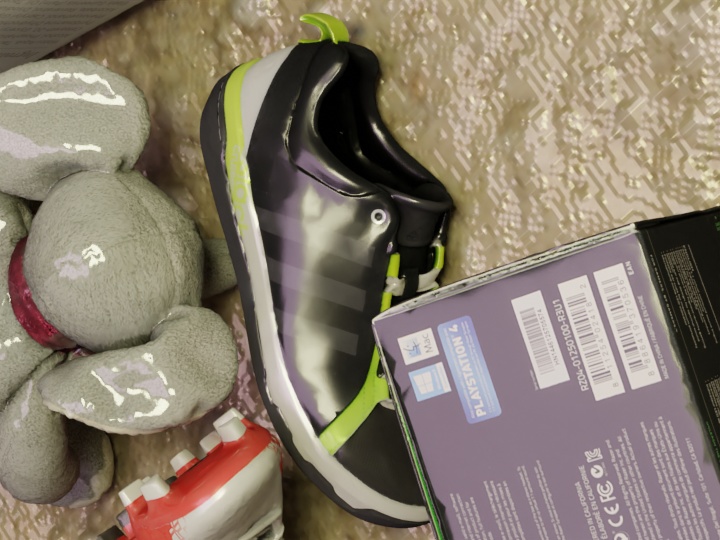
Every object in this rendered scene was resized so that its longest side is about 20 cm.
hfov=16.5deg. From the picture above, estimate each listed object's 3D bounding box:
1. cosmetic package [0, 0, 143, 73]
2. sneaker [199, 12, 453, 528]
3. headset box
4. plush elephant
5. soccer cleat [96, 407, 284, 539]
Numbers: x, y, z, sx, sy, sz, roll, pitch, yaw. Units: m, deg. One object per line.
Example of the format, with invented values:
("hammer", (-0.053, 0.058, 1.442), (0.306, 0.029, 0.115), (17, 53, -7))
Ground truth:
("cosmetic package", (-0.189, -0.164, 0.983), (0.200, 0.166, 0.168), (-26, 82, 28))
("sneaker", (0.000, 0.000, 0.954), (0.083, 0.072, 0.200), (-23, 86, 35))
("headset box", (0.102, 0.072, 0.817), (0.093, 0.200, 0.174), (-19, 89, 22))
("plush elephant", (-0.116, 0.006, 0.998), (0.155, 0.200, 0.165), (-15, 83, 20))
("soccer cleat", (-0.055, 0.114, 0.984), (0.085, 0.069, 0.200), (52, 159, 5))
